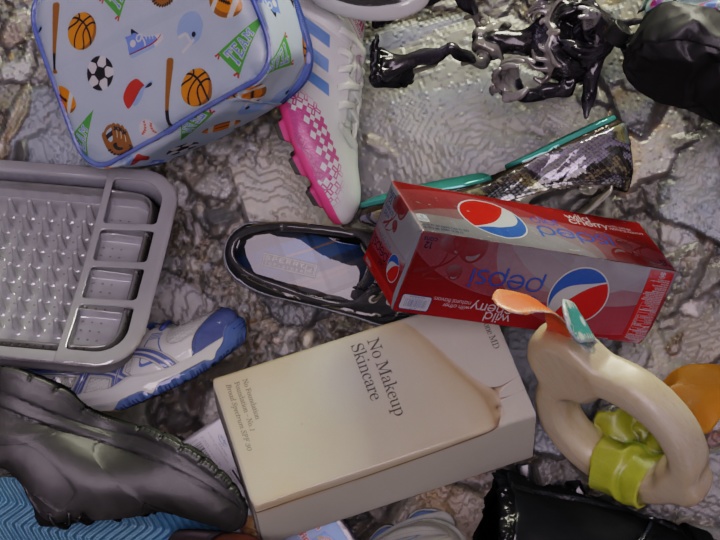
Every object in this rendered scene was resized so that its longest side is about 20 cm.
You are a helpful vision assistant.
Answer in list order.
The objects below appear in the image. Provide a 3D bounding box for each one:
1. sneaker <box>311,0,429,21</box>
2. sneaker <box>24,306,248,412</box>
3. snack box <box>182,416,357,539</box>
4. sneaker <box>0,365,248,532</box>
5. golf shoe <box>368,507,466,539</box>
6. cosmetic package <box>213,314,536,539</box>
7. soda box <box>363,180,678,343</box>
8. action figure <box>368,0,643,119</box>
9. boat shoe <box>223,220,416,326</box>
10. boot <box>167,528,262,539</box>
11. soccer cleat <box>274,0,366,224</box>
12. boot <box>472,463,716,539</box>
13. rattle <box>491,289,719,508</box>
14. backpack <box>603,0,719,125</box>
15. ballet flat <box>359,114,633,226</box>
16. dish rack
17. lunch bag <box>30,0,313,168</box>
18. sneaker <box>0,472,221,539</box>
[{"bbox_3d":[-0.028,-0.248,1.287,0.070,0.100,0.200,-33,53,-17],"label":"sneaker"},{"bbox_3d":[-0.179,0.058,1.334,0.199,0.075,0.089,-23,87,0],"label":"sneaker"},{"bbox_3d":[-0.047,0.188,1.350,0.072,0.024,0.201,-33,87,-1],"label":"snack box"},{"bbox_3d":[-0.171,0.137,1.264,0.199,0.076,0.091,23,82,4],"label":"sneaker"},{"bbox_3d":[-0.015,0.233,1.287,0.200,0.097,0.078,-38,90,2],"label":"golf shoe"},{"bbox_3d":[0.009,0.101,1.299,0.199,0.073,0.104,-19,61,-7],"label":"cosmetic package"},{"bbox_3d":[0.108,-0.004,1.285,0.199,0.070,0.064,9,117,-24],"label":"soda box"},{"bbox_3d":[0.104,-0.167,1.324,0.198,0.102,0.120,-1,80,4],"label":"action figure"},{"bbox_3d":[0.000,0.000,1.336,0.198,0.066,0.070,14,88,2],"label":"boat shoe"},{"bbox_3d":[-0.042,0.270,1.244,0.199,0.068,0.190,6,83,29],"label":"boot"},{"bbox_3d":[-0.025,-0.135,1.336,0.086,0.070,0.201,-21,84,5],"label":"soccer cleat"},{"bbox_3d":[0.164,0.193,1.261,0.161,0.198,0.074,17,99,-6],"label":"boot"},{"bbox_3d":[0.179,0.050,1.258,0.143,0.130,0.201,-40,112,-15],"label":"rattle"},{"bbox_3d":[0.278,-0.198,1.292,0.166,0.127,0.201,26,69,-10],"label":"backpack"},{"bbox_3d":[0.100,-0.047,1.331,0.199,0.072,0.073,-19,87,-3],"label":"ballet flat"},{"bbox_3d":[-0.233,0.001,1.320,0.198,0.044,0.173,5,52,6],"label":"dish rack"},{"bbox_3d":[-0.128,-0.169,1.306,0.199,0.075,0.161,-25,80,30],"label":"lunch bag"},{"bbox_3d":[-0.181,0.178,1.329,0.199,0.081,0.077,14,86,-8],"label":"sneaker"}]
